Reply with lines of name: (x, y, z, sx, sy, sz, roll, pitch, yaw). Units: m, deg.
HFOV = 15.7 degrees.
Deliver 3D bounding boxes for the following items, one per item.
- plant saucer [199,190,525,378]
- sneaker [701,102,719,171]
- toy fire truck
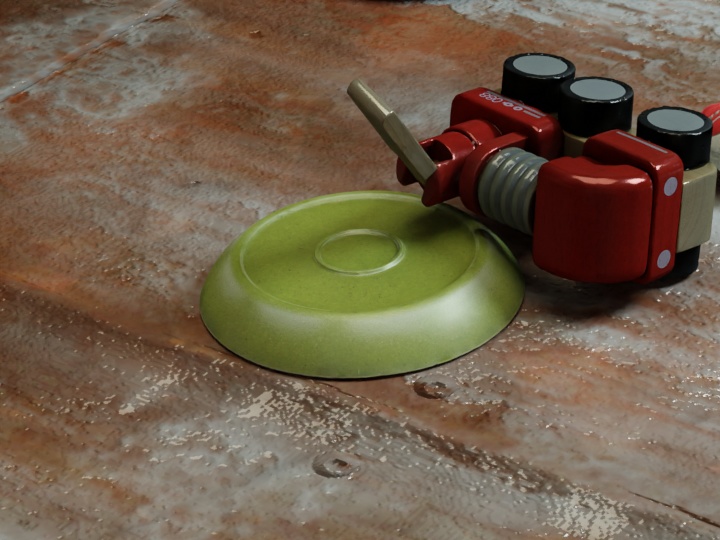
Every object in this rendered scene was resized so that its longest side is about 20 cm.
plant saucer: (0.000, 0.000, 1.582, 0.198, 0.031, 0.200, -3, 30, 2)
sneaker: (0.304, -0.113, 1.700, 0.199, 0.077, 0.085, -18, 27, -23)
toy fire truck: (0.092, -0.061, 1.553, 0.199, 0.129, 0.176, -19, 33, -38)
